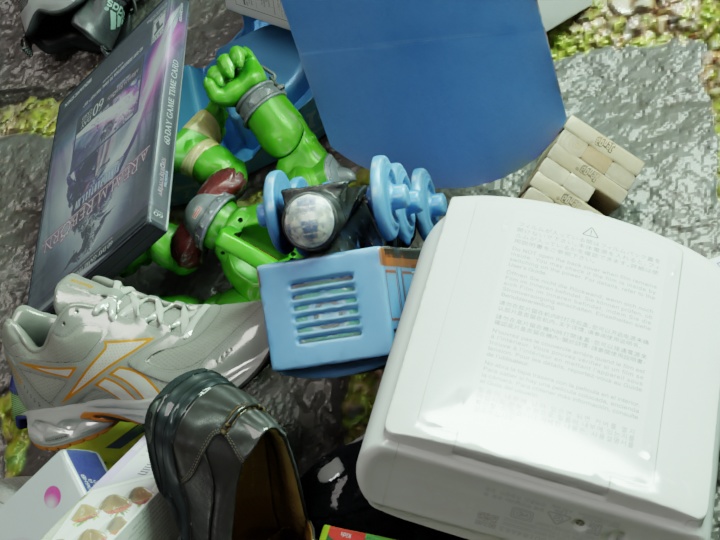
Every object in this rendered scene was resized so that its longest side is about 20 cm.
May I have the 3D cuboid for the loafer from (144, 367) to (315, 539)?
[{"bbox_3d":[-0.056,0.150,0.873,0.073,0.201,0.072,-37,36,-30],"label":"loafer"}]

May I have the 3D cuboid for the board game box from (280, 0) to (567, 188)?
[{"bbox_3d":[0.039,-0.143,0.954,0.157,0.201,0.039,-2,34,28],"label":"board game box"}]

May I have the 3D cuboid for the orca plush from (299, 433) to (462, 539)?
[{"bbox_3d":[0.061,0.127,0.879,0.199,0.106,0.071,6,18,2],"label":"orca plush"}]

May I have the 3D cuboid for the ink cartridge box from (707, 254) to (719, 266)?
[{"bbox_3d":[0.141,0.055,0.887,0.199,0.039,0.100,-13,49,-21],"label":"ink cartridge box"}]

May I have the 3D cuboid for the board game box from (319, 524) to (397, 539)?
[{"bbox_3d":[0.081,0.184,0.837,0.199,0.102,0.048,7,69,30],"label":"board game box"}]

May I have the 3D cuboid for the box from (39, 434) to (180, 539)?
[{"bbox_3d":[-0.122,0.131,0.883,0.039,0.042,0.200,7,27,21],"label":"box"}]

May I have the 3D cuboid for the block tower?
[{"bbox_3d":[0.090,0.012,0.952,0.058,0.054,0.200,33,78,1],"label":"block tower"}]

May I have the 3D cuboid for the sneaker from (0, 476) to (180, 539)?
[{"bbox_3d":[-0.148,0.188,0.989,0.199,0.077,0.082,17,99,33],"label":"sneaker"}]

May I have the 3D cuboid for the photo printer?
[{"bbox_3d":[0.098,0.047,0.810,0.166,0.070,0.200,15,45,3],"label":"photo printer"}]

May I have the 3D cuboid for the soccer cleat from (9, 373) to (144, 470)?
[{"bbox_3d":[-0.142,0.097,1.043,0.200,0.065,0.084,18,101,30],"label":"soccer cleat"}]

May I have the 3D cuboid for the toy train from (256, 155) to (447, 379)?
[{"bbox_3d":[0.000,0.000,0.918,0.086,0.200,0.115,-7,88,13],"label":"toy train"}]

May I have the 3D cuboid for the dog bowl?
[{"bbox_3d":[-0.095,-0.114,1.138,0.199,0.050,0.112,-25,53,13],"label":"dog bowl"}]

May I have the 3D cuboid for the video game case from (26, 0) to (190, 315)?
[{"bbox_3d":[-0.164,-0.071,1.064,0.143,0.019,0.201,-36,38,37],"label":"video game case"}]

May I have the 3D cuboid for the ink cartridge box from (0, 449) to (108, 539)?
[{"bbox_3d":[-0.181,0.238,0.926,0.200,0.043,0.197,-43,63,17],"label":"ink cartridge box"}]

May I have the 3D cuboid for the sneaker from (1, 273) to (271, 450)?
[{"bbox_3d":[-0.131,0.039,0.940,0.199,0.092,0.076,-18,14,29],"label":"sneaker"}]

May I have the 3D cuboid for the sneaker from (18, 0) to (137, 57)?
[{"bbox_3d":[-0.175,-0.217,1.231,0.199,0.078,0.140,-23,55,26],"label":"sneaker"}]

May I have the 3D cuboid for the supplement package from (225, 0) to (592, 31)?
[{"bbox_3d":[0.027,-0.236,1.050,0.200,0.151,0.152,24,42,35],"label":"supplement package"}]

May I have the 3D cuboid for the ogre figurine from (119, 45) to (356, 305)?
[{"bbox_3d":[-0.084,-0.025,1.037,0.120,0.098,0.200,32,81,18],"label":"ogre figurine"}]
